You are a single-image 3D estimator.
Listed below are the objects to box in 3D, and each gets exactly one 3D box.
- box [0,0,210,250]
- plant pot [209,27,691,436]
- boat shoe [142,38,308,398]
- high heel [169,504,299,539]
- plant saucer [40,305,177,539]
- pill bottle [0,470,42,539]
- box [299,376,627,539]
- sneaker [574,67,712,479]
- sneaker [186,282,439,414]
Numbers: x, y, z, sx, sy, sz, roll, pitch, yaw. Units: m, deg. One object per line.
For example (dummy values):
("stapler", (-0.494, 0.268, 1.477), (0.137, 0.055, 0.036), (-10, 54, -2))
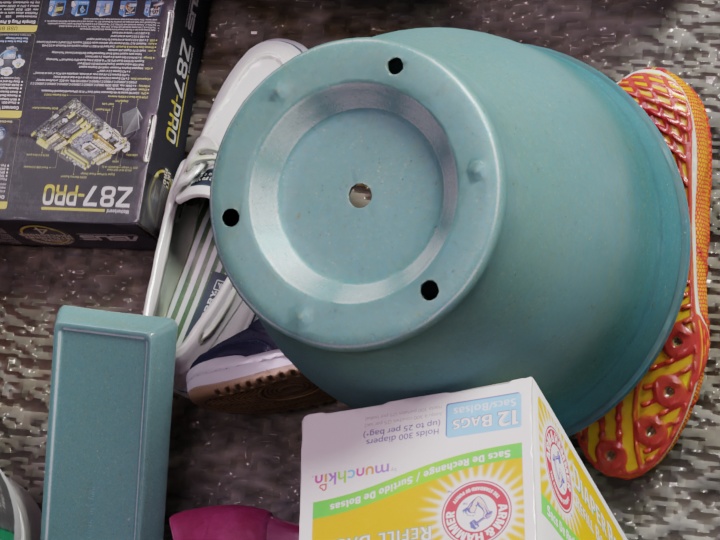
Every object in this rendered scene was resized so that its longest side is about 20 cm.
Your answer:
("box", (-0.189, -0.096, 1.495), (0.200, 0.049, 0.161), (1, 71, 21))
("plant pot", (0.030, -0.021, 1.223), (0.200, 0.188, 0.200), (-3, 82, 20))
("boat shoe", (-0.064, -0.033, 1.416), (0.073, 0.067, 0.200), (5, 75, 22))
("high heel", (-0.066, 0.210, 1.332), (0.096, 0.067, 0.200), (6, 70, 12))
("plant saucer", (-0.133, 0.121, 1.383), (0.070, 0.019, 0.200), (6, 95, 23))
("pill bottle", (-0.239, 0.127, 1.354), (0.113, 0.200, 0.113), (-5, 74, 19))
("box", (0.056, 0.146, 1.227), (0.112, 0.200, 0.101), (-11, 54, 17))
("sneaker", (0.145, 0.003, 1.328), (0.073, 0.077, 0.200), (9, 93, 20))
("sneaker", (0.000, 0.000, 1.378), (0.200, 0.070, 0.109), (-17, 72, 8))
